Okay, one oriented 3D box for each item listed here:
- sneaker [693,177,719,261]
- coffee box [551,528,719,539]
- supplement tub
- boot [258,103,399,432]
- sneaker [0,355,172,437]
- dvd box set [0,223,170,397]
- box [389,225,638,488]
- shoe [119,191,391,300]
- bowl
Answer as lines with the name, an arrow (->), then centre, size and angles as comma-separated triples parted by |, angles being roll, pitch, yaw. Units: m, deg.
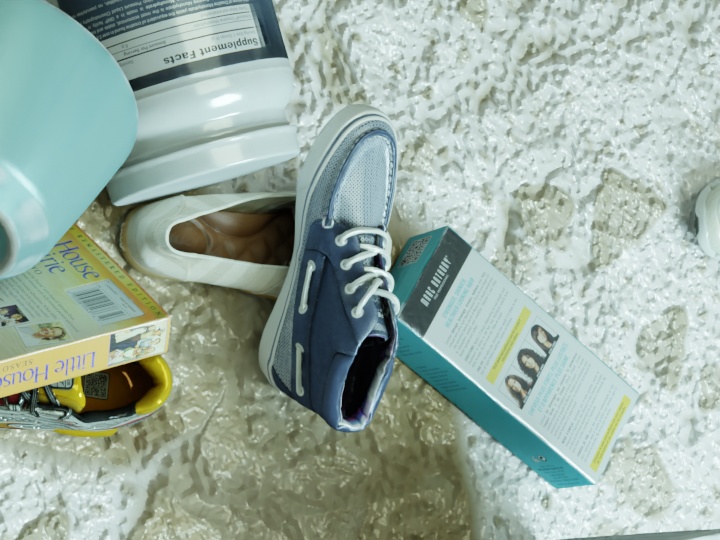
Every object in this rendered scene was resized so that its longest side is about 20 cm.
sneaker -> 0.346, -0.045, 1.612 | 0.200, 0.081, 0.075 | -4, 85, -32
coffee box -> 0.118, 0.282, 1.330 | 0.200, 0.200, 0.198 | -6, 85, -34
supplement tub -> -0.123, -0.153, 1.293 | 0.140, 0.140, 0.200 | -16, 90, -34
boot -> 0.000, 0.000, 1.323 | 0.073, 0.090, 0.200 | 2, 110, -37
sneaker -> -0.204, 0.059, 1.235 | 0.200, 0.082, 0.078 | 2, 81, -32
dvd box set -> -0.232, 0.024, 1.198 | 0.200, 0.146, 0.029 | -15, 129, -34
box -> 0.100, 0.064, 1.450 | 0.200, 0.049, 0.082 | 41, 62, -20
shoe -> -0.058, -0.016, 1.360 | 0.200, 0.053, 0.070 | 1, 81, -33
bowl -> -0.233, -0.064, 1.157 | 0.201, 0.201, 0.105 | 30, 52, -25
